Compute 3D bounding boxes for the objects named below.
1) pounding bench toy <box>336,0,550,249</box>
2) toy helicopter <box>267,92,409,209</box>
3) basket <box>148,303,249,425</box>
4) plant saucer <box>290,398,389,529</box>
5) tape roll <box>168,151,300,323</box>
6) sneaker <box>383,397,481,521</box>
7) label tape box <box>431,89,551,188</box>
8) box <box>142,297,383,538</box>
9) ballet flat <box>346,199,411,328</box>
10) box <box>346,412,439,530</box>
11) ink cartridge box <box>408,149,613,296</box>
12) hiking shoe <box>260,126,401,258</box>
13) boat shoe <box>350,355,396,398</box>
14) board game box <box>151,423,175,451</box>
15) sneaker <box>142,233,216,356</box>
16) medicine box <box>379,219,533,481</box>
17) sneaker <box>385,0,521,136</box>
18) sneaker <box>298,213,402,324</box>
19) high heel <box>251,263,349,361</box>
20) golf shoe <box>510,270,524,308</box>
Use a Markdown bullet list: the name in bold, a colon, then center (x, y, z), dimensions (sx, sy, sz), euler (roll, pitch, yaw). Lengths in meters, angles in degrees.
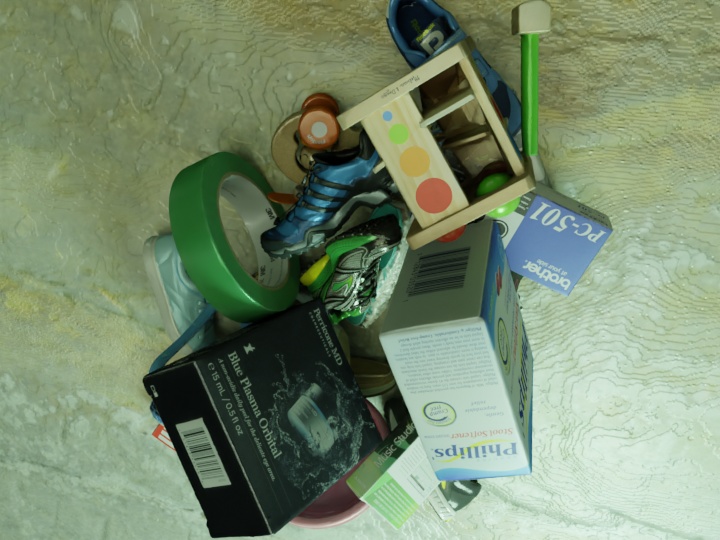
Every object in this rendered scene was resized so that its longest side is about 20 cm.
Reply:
- **pounding bench toy**: center (0.111, -0.131, 0.621), dimensions (0.199, 0.124, 0.156), euler (-27, 103, 21)
- **toy helicopter**: center (-0.022, -0.109, 0.813), dimensions (0.200, 0.079, 0.132), euler (34, 111, -19)
- **basket**: center (-0.186, 0.143, 0.869), dimensions (0.138, 0.177, 0.201), euler (7, 130, 29)
- **plant saucer**: center (-0.053, 0.262, 0.939), dimensions (0.199, 0.201, 0.051), euler (3, 145, 11)
- **tape roll**: center (-0.143, -0.040, 0.796), dimensions (0.048, 0.201, 0.201), euler (-20, 109, 20)
- **sneaker**: center (0.103, 0.260, 0.968), dimensions (0.084, 0.074, 0.201), euler (-31, 101, -3)
- **label tape box**: center (0.149, -0.088, 0.788), dimensions (0.143, 0.066, 0.201), euler (-19, 108, 20)
- **box**: center (-0.106, 0.163, 0.770), dimensions (0.117, 0.200, 0.197), euler (-22, 93, 42)
- **ballet flat**: center (0.030, -0.012, 0.841), dimensions (0.071, 0.072, 0.201), euler (23, 129, 1)
- **box**: center (0.083, 0.232, 0.866), dimensions (0.200, 0.036, 0.145), euler (-46, 140, -12)
- **ink cartridge box**: center (0.163, -0.057, 0.739), dimensions (0.199, 0.044, 0.094), euler (25, 120, -1)
- **hiking shoe**: center (-0.040, -0.091, 0.758), dimensions (0.199, 0.074, 0.087), euler (-31, 112, 13)
- **boat shoe**: center (-0.049, 0.131, 0.934), dimensions (0.199, 0.072, 0.077), euler (0, 103, 12)
- **board game box**: center (-0.199, 0.254, 1.033), dimensions (0.200, 0.046, 0.152), euler (37, 116, -6)
- **sneaker**: center (-0.229, 0.042, 0.925), dimensions (0.082, 0.074, 0.201), euler (-11, 114, 19)
- **medicine box**: center (0.112, 0.082, 0.702), dimensions (0.102, 0.182, 0.201), euler (-11, 119, 21)
- **sneaker**: center (0.091, -0.212, 0.697), dimensions (0.074, 0.082, 0.200), euler (-41, 78, 10)
- **sneaker**: center (0.000, 0.000, 0.782), dimensions (0.085, 0.078, 0.200), euler (58, 149, 9)
- **high heel**: center (-0.091, 0.094, 0.894), dimensions (0.142, 0.071, 0.201), euler (-11, 80, 12)
- **golf shoe**: center (0.163, 0.064, 0.849), dimensions (0.088, 0.077, 0.201), euler (-9, 133, -16)
